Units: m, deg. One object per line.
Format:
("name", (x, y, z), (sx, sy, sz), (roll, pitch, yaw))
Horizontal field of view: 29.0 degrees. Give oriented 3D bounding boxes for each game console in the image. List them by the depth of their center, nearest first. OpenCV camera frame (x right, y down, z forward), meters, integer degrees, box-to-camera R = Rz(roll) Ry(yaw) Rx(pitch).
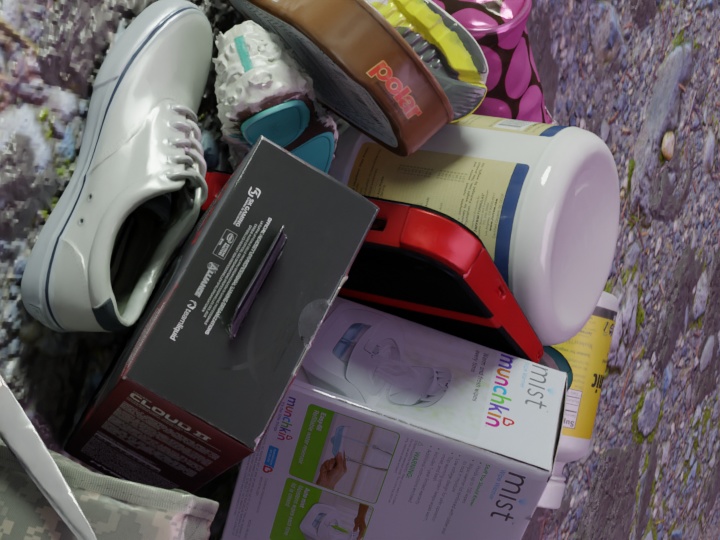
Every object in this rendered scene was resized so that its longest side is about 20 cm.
("game console", (0.000, 0.000, 0.850), (0.177, 0.200, 0.031), (46, 61, -56))

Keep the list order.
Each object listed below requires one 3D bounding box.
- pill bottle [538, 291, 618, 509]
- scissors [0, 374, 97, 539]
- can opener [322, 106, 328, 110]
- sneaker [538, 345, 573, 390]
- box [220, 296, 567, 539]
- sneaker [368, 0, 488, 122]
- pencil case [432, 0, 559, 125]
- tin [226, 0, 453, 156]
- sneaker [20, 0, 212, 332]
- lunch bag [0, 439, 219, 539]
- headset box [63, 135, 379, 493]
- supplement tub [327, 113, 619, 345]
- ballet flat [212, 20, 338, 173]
("pill bottle", (0.162, 0.110, 1.269), (0.111, 0.111, 0.200), (16, 86, -61))
("scissors", (-0.162, 0.037, 0.598), (0.073, 0.200, 0.014), (-45, 158, -28))
("can opener", (0.005, -0.203, 0.935), (0.200, 0.079, 0.063), (-66, 158, -5))
("sneaker", (0.049, 0.069, 0.970), (0.080, 0.200, 0.071), (-12, 107, -68))
("box", (0.014, 0.135, 0.871), (0.097, 0.176, 0.200), (-70, 177, -52))
("sneaker", (-0.002, -0.171, 0.876), (0.074, 0.200, 0.085), (-35, -177, -8))
("pencil case", (0.114, -0.147, 1.121), (0.094, 0.091, 0.200), (-31, 138, -8))
("tin", (-0.019, -0.128, 0.792), (0.042, 0.200, 0.112), (-40, 123, -6))
("sneaker", (-0.113, -0.055, 0.763), (0.073, 0.071, 0.200), (39, 66, -58))
("lunch bag", (-0.161, 0.161, 0.623), (0.118, 0.200, 0.164), (36, 68, -58))
("headset box", (-0.076, 0.032, 0.741), (0.149, 0.077, 0.200), (-63, -171, -25))
("supplement tub", (0.059, -0.035, 0.943), (0.144, 0.200, 0.145), (-29, 124, -54))
("ballet flat", (-0.053, -0.094, 0.829), (0.200, 0.072, 0.072), (92, 16, -77))
